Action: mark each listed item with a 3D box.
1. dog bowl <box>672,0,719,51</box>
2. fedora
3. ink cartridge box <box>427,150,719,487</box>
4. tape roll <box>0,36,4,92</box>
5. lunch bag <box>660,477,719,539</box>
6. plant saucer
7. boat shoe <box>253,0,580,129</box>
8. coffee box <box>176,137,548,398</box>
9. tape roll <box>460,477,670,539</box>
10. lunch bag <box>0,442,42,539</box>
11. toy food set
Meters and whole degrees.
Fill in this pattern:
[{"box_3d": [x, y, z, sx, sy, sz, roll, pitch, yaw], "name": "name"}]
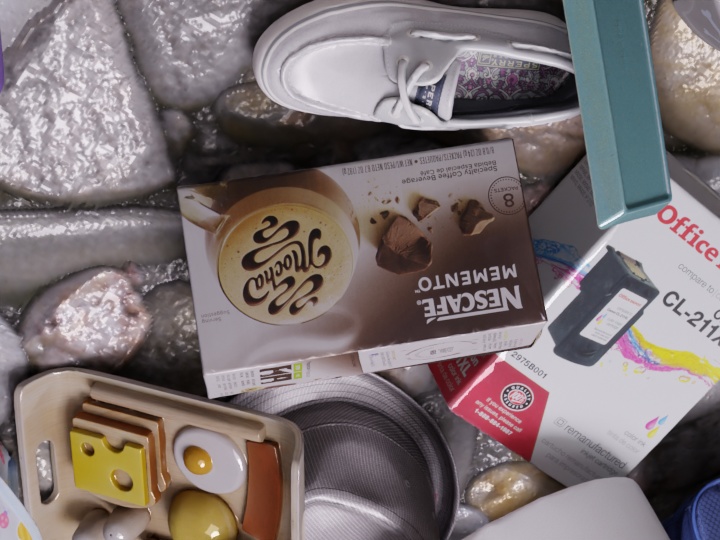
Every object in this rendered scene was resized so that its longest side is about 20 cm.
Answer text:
[{"box_3d": [0.278, -0.204, 0.995, 0.198, 0.059, 0.202, -7, 120, -12], "name": "dog bowl"}, {"box_3d": [-0.015, 0.167, 1.107, 0.176, 0.090, 0.201, -29, 122, 3], "name": "fedora"}, {"box_3d": [0.159, 0.028, 1.080, 0.145, 0.083, 0.200, 34, 107, -27], "name": "ink cartridge box"}, {"box_3d": [-0.275, -0.125, 0.812, 0.198, 0.200, 0.086, -4, 121, -12], "name": "tape roll"}, {"box_3d": [0.289, 0.214, 1.168, 0.198, 0.137, 0.133, -10, 158, -14], "name": "lunch bag"}, {"box_3d": [0.143, -0.128, 0.955, 0.070, 0.019, 0.202, -15, 96, -50], "name": "plant saucer"}, {"box_3d": [0.040, -0.111, 0.969, 0.198, 0.069, 0.073, 4, 118, -17], "name": "boat shoe"}, {"box_3d": [0.000, 0.000, 0.985, 0.198, 0.080, 0.114, -8, 76, -4], "name": "coffee box"}, {"box_3d": [0.110, 0.216, 1.089, 0.201, 0.071, 0.203, -23, 155, -11], "name": "tape roll"}, {"box_3d": [-0.267, 0.129, 0.957, 0.126, 0.200, 0.170, -26, 121, 2], "name": "lunch bag"}, {"box_3d": [-0.122, 0.150, 1.041, 0.198, 0.060, 0.145, 12, 121, 20], "name": "toy food set"}]
